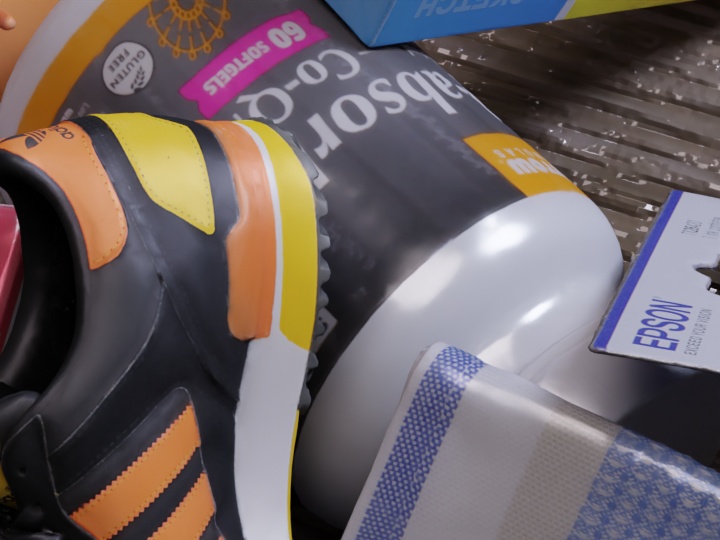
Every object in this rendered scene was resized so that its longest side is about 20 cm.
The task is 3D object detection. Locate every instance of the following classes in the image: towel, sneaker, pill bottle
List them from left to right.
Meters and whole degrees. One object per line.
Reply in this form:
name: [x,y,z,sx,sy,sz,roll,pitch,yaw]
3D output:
sneaker: [-0.063,0.060,0.690,0.090,0.070,0.200,3,91,-30]
pill bottle: [0.000,0.000,0.780,0.116,0.116,0.200,-39,64,-18]
towel: [0.074,0.119,0.677,0.200,0.024,0.147,26,107,19]

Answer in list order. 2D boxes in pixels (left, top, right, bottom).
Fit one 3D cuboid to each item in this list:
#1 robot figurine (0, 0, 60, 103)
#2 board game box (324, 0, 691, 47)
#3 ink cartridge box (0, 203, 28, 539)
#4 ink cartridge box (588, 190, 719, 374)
robot figurine: [-0.163,-0.098,0.841,0.200,0.144,0.117,15,67,25]
board game box: [0.090,-0.140,0.790,0.200,0.153,0.040,-13,53,-43]
ink cartridge box: [-0.181,0.051,0.750,0.200,0.083,0.145,8,71,19]
ink cartridge box: [0.166,0.030,0.721,0.200,0.198,0.047,7,103,11]
